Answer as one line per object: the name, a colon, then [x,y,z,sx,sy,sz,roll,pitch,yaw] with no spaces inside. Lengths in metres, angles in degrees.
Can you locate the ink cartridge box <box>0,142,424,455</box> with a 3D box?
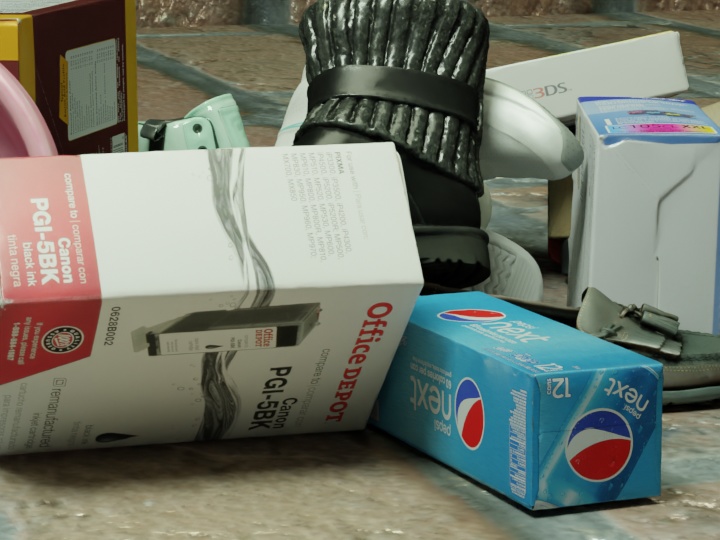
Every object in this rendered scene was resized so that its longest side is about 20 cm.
ink cartridge box: [-0.083,0.015,1.304,0.200,0.083,0.147,-3,-32,-15]

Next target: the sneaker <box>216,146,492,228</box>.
sneaker: [-0.001,-0.032,1.668,0.200,0.077,0.111,-1,-16,24]

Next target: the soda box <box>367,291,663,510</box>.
soda box: [0.068,0.058,1.302,0.068,0.064,0.200,-4,11,-22]

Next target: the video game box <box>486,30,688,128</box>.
video game box: [0.084,-0.103,1.770,0.200,0.047,0.182,-13,-3,-20]

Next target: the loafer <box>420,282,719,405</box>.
loafer: [0.104,0.035,1.430,0.200,0.063,0.072,0,10,2]

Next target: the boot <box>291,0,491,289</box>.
boot: [-0.026,-0.074,1.454,0.211,0.158,0.079,5,-16,-26]

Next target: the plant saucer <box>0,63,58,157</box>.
plant saucer: [-0.244,-0.030,1.436,0.200,0.201,0.051,2,2,14]

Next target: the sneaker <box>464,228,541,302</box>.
sneaker: [0.000,0.000,1.566,0.200,0.074,0.118,1,7,-2]

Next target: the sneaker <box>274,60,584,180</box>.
sneaker: [0.037,-0.068,1.556,0.200,0.080,0.070,12,-26,38]

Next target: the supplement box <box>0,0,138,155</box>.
supplement box: [-0.219,-0.055,1.565,0.133,0.197,0.200,2,10,14]

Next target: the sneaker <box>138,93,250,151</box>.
sneaker: [-0.063,-0.053,1.770,0.200,0.118,0.074,3,9,13]

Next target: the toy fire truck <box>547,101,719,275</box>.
toy fire truck: [0.212,-0.058,1.836,0.176,0.129,0.200,0,-1,3]

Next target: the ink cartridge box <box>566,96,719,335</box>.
ink cartridge box: [0.158,-0.025,1.556,0.076,0.136,0.200,2,10,-1]
